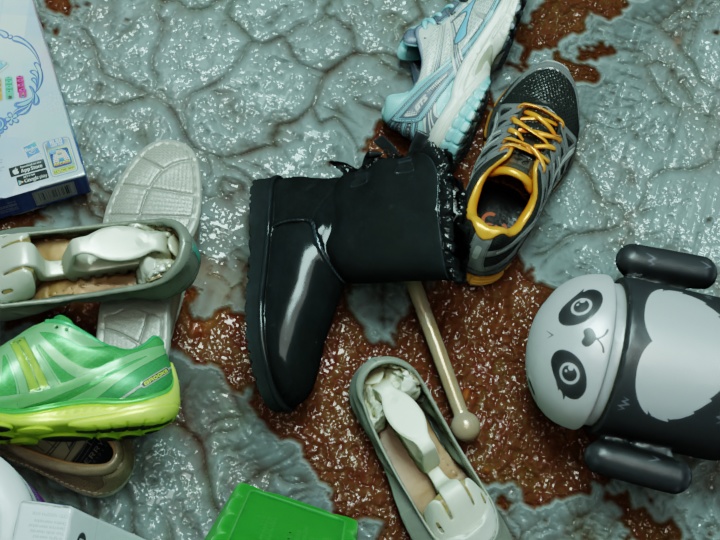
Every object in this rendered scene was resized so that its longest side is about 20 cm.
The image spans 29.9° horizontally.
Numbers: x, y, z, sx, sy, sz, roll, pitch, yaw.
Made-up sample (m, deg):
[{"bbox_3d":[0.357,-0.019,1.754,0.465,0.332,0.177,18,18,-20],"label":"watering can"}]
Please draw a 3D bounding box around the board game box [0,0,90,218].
[{"bbox_3d":[-0.334,-0.126,1.051,0.200,0.043,0.199,-17,74,-10],"label":"board game box"}]

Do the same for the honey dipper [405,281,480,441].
[{"bbox_3d":[0.050,0.038,1.045,0.038,0.038,0.200,-16,76,-10],"label":"honey dipper"}]

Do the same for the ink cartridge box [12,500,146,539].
[{"bbox_3d":[-0.183,0.265,0.870,0.041,0.200,0.200,5,72,15],"label":"ink cartridge box"}]

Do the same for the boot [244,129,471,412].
[{"bbox_3d":[0.000,0.001,1.005,0.162,0.073,0.199,-7,71,16],"label":"boot"}]

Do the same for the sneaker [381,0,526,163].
[{"bbox_3d":[0.079,-0.191,1.098,0.086,0.078,0.200,22,72,5],"label":"sneaker"}]

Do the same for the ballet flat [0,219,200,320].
[{"bbox_3d":[-0.214,-0.007,0.950,0.200,0.064,0.068,-6,72,-5],"label":"ballet flat"}]

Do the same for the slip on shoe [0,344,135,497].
[{"bbox_3d":[-0.256,0.101,0.983,0.200,0.061,0.076,32,73,4],"label":"slip on shoe"}]

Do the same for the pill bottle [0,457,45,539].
[{"bbox_3d":[-0.264,0.176,0.887,0.112,0.200,0.113,1,73,-5],"label":"pill bottle"}]

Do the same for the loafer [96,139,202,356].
[{"bbox_3d":[-0.162,0.000,1.027,0.072,0.063,0.200,7,70,1],"label":"loafer"}]

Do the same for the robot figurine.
[{"bbox_3d":[0.223,0.072,1.004,0.200,0.125,0.150,12,34,-2],"label":"robot figurine"}]

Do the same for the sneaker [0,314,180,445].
[{"bbox_3d":[-0.226,0.075,0.929,0.200,0.074,0.084,3,68,-18],"label":"sneaker"}]

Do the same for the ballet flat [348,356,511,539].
[{"bbox_3d":[0.053,0.153,0.997,0.067,0.064,0.200,-29,78,-13],"label":"ballet flat"}]

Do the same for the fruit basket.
[{"bbox_3d":[-0.067,0.267,0.892,0.155,0.216,0.216,18,72,0],"label":"fruit basket"}]

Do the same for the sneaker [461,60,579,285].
[{"bbox_3d":[0.128,-0.084,1.069,0.078,0.077,0.200,21,71,3],"label":"sneaker"}]
